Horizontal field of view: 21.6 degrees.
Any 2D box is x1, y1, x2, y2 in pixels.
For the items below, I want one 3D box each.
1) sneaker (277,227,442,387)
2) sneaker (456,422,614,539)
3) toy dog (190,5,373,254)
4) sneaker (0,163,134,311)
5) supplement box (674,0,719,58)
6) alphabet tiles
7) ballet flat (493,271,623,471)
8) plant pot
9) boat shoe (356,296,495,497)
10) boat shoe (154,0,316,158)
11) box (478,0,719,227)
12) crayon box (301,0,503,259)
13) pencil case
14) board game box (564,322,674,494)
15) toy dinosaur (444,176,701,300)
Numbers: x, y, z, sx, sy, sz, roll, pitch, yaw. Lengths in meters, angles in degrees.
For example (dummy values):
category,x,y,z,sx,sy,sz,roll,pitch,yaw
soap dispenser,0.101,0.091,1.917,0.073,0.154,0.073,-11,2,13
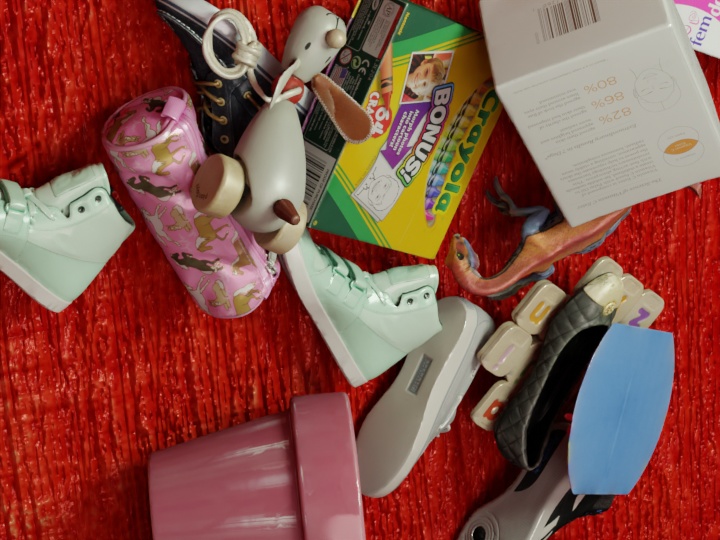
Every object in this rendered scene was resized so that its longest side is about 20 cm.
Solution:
category,x,y,z,sx,sy,sz,roll,pitch,yaw
sneaker,0.000,0.000,1.651,0.118,0.074,0.201,-30,127,0
sneaker,0.180,0.238,1.817,0.112,0.073,0.200,18,117,-46
toy dog,-0.055,-0.107,1.488,0.131,0.096,0.201,-2,102,-37
sneaker,-0.270,-0.065,1.509,0.118,0.074,0.200,-44,129,6
supplement box,0.300,-0.249,1.673,0.199,0.103,0.102,14,104,-24
alphabet tiles,0.193,0.081,1.763,0.196,0.015,0.200,-52,136,6
ballet flat,0.188,0.092,1.715,0.066,0.057,0.200,12,112,-44
plant pot,-0.089,0.212,1.639,0.178,0.200,0.201,-6,112,-4
boat shoe,0.061,0.120,1.730,0.068,0.072,0.201,23,90,-44
boat shoe,-0.111,-0.149,1.555,0.200,0.071,0.091,40,87,-31
box,0.207,-0.153,1.583,0.152,0.107,0.200,-19,140,14
crayon box,0.035,-0.122,1.601,0.172,0.058,0.201,13,105,-49
pencil case,-0.138,-0.055,1.557,0.086,0.083,0.200,-29,123,1
board game box,0.225,0.125,1.739,0.200,0.039,0.159,10,95,-57
toy dinosaur,0.166,-0.041,1.673,0.181,0.200,0.105,-43,106,-38
